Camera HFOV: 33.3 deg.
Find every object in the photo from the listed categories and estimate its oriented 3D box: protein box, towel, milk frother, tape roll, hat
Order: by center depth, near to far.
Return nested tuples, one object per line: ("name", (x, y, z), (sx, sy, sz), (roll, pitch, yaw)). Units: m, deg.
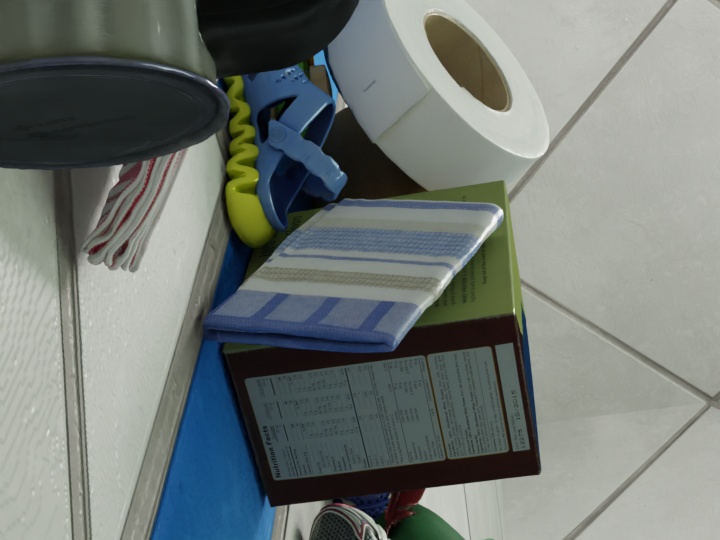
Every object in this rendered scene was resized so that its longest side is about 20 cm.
("milk frother", (-0.096, -0.157, 0.407), (0.200, 0.178, 0.191), (31, 50, -73))
("towel", (-0.093, -0.110, 0.610), (0.201, 0.030, 0.147), (-92, -154, -52))
("towel", (0.000, 0.000, 0.805), (0.200, 0.145, 0.024), (-46, 132, -53))
("protein box", (0.022, 0.050, 0.893), (0.199, 0.197, 0.137), (-82, 162, -60))
("tape roll", (0.067, -0.154, 1.008), (0.201, 0.071, 0.204), (34, 35, -28))
("hat", (0.018, 0.220, 1.055), (0.177, 0.198, 0.167), (53, -27, 31))

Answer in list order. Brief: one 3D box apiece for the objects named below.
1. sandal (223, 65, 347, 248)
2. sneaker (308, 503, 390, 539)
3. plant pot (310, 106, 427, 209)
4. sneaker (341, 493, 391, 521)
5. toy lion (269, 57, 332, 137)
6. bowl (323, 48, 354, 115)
("sandal", (-0.057, -0.117, 0.907), (0.080, 0.086, 0.203), (52, 29, -68))
("sneaker", (-0.012, 0.263, 0.894), (0.075, 0.080, 0.202), (44, 29, -42))
("plant pot", (0.025, -0.062, 1.166), (0.187, 0.184, 0.202), (69, 3, -54))
("sneaker", (0.026, 0.249, 1.126), (0.201, 0.079, 0.116), (75, 9, -48))
("toy lion", (-0.061, -0.208, 1.068), (0.192, 0.067, 0.204), (73, 11, -82))
("bowl", (0.045, -0.167, 1.100), (0.199, 0.039, 0.202), (34, 34, -27))
